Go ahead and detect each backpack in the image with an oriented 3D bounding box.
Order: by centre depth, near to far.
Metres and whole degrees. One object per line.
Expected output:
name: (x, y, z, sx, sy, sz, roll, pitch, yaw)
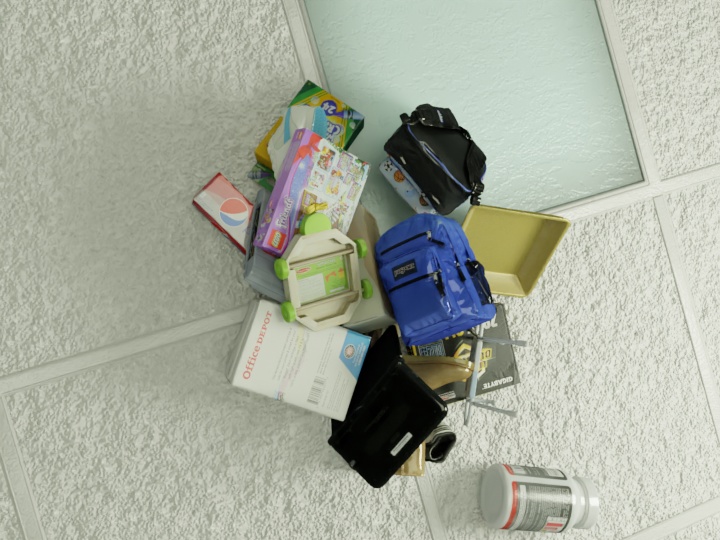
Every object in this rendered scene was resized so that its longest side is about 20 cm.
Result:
backpack: (0.115, 0.005, 1.200, 0.162, 0.168, 0.202, -22, 76, 22)
backpack: (0.139, -0.193, 1.307, 0.200, 0.154, 0.190, 52, 38, -2)

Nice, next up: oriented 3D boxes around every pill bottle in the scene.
pill bottle: (0.334, 0.427, 1.357, 0.198, 0.116, 0.117, 10, 85, -14)

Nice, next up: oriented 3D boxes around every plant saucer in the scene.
plant saucer: (0.257, -0.044, 1.352, 0.198, 0.201, 0.049, 7, 41, -15)

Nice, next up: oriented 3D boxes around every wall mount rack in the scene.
wall mount rack: (0.230, 0.178, 1.262, 0.074, 0.174, 0.202, 8, 86, 1)

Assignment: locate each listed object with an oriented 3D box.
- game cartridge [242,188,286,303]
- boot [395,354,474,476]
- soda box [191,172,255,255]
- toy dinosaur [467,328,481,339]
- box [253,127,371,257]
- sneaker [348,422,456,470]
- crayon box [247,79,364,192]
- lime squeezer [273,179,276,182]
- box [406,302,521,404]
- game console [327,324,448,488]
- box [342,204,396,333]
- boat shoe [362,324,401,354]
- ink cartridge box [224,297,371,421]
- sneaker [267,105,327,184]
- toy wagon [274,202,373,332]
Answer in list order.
game cartridge: (-0.124, -0.036, 1.211, 0.133, 0.041, 0.201, 32, 41, -31)
boot: (0.105, 0.248, 1.239, 0.174, 0.066, 0.202, -1, 75, 24)
soda box: (-0.199, -0.073, 1.266, 0.200, 0.063, 0.070, 44, 77, -8)
toy dinosaur: (0.153, 0.053, 1.316, 0.200, 0.103, 0.077, 47, 39, 18)
box: (-0.075, -0.108, 1.170, 0.136, 0.039, 0.201, 25, 81, -33)
sneaker: (0.078, 0.312, 1.293, 0.199, 0.115, 0.076, -16, 91, -15)
crayon box: (-0.098, -0.221, 1.291, 0.125, 0.052, 0.201, 33, 79, 6)
lime squeezer: (-0.081, -0.087, 1.312, 0.070, 0.038, 0.201, -27, 95, -15)
box: (0.190, 0.159, 1.368, 0.198, 0.049, 0.161, -12, 89, -15)
game console: (0.042, 0.226, 1.222, 0.176, 0.116, 0.200, 42, 111, 13)
box: (0.000, 0.000, 1.263, 0.077, 0.095, 0.202, -17, 73, 16)
boat shoe: (0.046, 0.109, 1.328, 0.076, 0.071, 0.202, 11, 90, -31)
ink cartridge box: (-0.111, 0.147, 1.235, 0.199, 0.145, 0.148, 22, 83, -13)
sneaker: (-0.115, -0.179, 1.224, 0.080, 0.076, 0.202, 9, 80, 22)
toy wagon: (-0.061, -0.009, 1.142, 0.154, 0.039, 0.202, -15, 106, -29)
